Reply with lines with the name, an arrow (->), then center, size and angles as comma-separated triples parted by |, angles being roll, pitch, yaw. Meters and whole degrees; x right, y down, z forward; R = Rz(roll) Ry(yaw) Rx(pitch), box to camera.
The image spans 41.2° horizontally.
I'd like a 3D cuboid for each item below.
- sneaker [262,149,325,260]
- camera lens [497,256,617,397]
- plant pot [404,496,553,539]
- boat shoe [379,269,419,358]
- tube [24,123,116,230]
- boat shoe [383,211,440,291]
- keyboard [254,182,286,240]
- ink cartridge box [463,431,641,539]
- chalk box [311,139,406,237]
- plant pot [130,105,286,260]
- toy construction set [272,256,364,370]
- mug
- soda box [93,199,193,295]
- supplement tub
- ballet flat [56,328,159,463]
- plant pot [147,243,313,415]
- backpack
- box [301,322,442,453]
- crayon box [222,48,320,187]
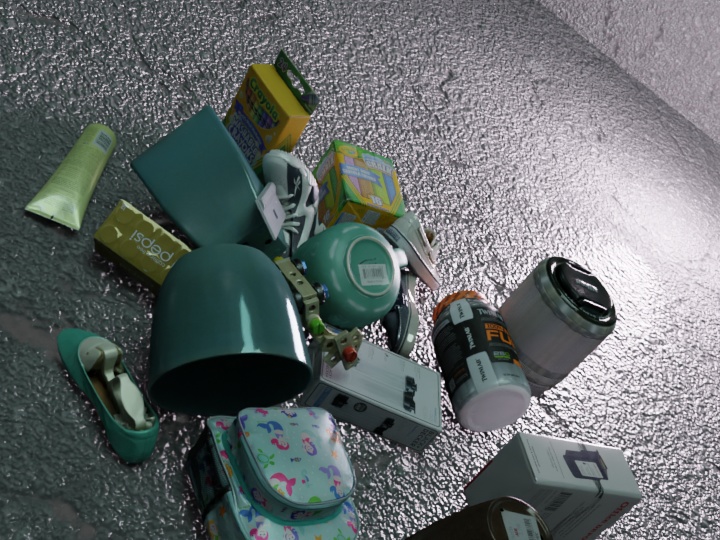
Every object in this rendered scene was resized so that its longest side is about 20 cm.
sneaker -> -0.116, -0.071, 1.445 | 0.078, 0.201, 0.130 | 6, 45, 18
camera lens -> 0.308, 0.090, 1.572 | 0.158, 0.201, 0.161 | 25, 35, -19
plant pot -> 0.135, 0.360, 1.128 | 0.185, 0.201, 0.188 | 23, 37, -18
boat shoe -> 0.037, 0.060, 1.505 | 0.092, 0.075, 0.201 | 20, 30, -11
tube -> -0.405, -0.134, 1.365 | 0.202, 0.057, 0.052 | -80, 153, -48
boat shoe -> 0.101, -0.034, 1.576 | 0.071, 0.070, 0.200 | 43, -4, 36
keyboard -> -0.121, -0.084, 1.310 | 0.200, 0.011, 0.057 | -91, 162, -78
ink cartridge box -> 0.269, 0.312, 1.342 | 0.198, 0.145, 0.085 | 14, 40, -28
chalk box -> -0.016, -0.128, 1.617 | 0.122, 0.125, 0.202 | 15, 39, -27
plant pot -> -0.197, -0.092, 1.348 | 0.201, 0.141, 0.142 | 52, -3, 29
toy construction set -> -0.083, 0.057, 1.297 | 0.091, 0.133, 0.199 | -27, 44, -35
mug -> -0.009, -0.003, 1.405 | 0.152, 0.114, 0.186 | 43, 55, -17
soda box -> -0.263, -0.005, 1.299 | 0.199, 0.064, 0.068 | 35, 70, -1
supplement tub -> 0.181, 0.136, 1.486 | 0.121, 0.123, 0.202 | 13, 42, -29
ballet flat -> -0.293, 0.131, 1.135 | 0.067, 0.071, 0.201 | -11, 57, -46
plant pot -> -0.164, 0.066, 1.173 | 0.198, 0.200, 0.163 | 9, 59, -33
backpack -> -0.092, 0.260, 1.104 | 0.176, 0.151, 0.202 | 7, 49, -37
box -> 0.019, 0.169, 1.366 | 0.198, 0.060, 0.118 | 24, 37, -17
crayon box -> -0.157, -0.242, 1.558 | 0.051, 0.201, 0.126 | -9, 54, -45
